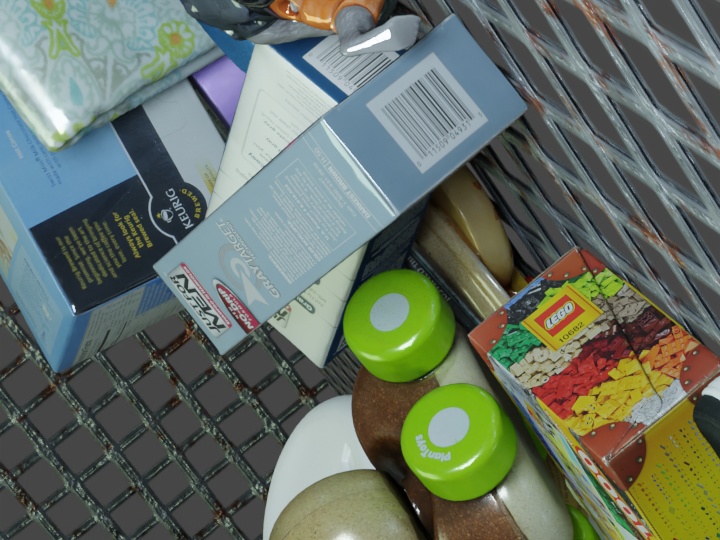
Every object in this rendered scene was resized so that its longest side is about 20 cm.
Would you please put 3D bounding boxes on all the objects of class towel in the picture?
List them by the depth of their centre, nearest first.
[{"bbox_3d":[-0.151,-0.177,1.690,0.171,0.200,0.048,50,143,7],"label":"towel"}]

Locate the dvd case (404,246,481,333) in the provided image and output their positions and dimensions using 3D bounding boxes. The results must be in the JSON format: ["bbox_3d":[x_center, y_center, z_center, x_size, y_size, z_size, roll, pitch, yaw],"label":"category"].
[{"bbox_3d":[0.000,0.000,1.726,0.200,0.022,0.146,49,162,-1],"label":"dvd case"}]

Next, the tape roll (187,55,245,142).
[{"bbox_3d":[-0.069,-0.128,1.849,0.200,0.085,0.200,50,175,6],"label":"tape roll"}]

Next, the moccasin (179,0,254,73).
[{"bbox_3d":[-0.067,-0.171,1.647,0.200,0.068,0.080,50,167,-2],"label":"moccasin"}]

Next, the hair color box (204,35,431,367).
[{"bbox_3d":[-0.019,-0.047,1.589,0.100,0.060,0.200,41,145,14],"label":"hair color box"}]

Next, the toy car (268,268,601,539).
[{"bbox_3d":[-0.001,0.128,1.559,0.164,0.200,0.158,52,-172,-50],"label":"toy car"}]

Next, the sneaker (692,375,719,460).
[{"bbox_3d":[0.191,0.151,1.352,0.200,0.112,0.073,50,174,14],"label":"sneaker"}]

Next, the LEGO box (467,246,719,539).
[{"bbox_3d":[0.159,0.105,1.507,0.200,0.077,0.149,55,173,-33],"label":"LEGO box"}]

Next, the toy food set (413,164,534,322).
[{"bbox_3d":[0.074,0.009,1.751,0.200,0.049,0.198,51,175,-4],"label":"toy food set"}]

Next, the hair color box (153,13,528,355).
[{"bbox_3d":[-0.013,-0.039,1.445,0.061,0.099,0.200,51,146,0],"label":"hair color box"}]

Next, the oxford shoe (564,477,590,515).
[{"bbox_3d":[0.158,0.110,1.659,0.200,0.075,0.058,59,-153,-45],"label":"oxford shoe"}]

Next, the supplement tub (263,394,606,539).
[{"bbox_3d":[0.060,0.155,1.740,0.199,0.145,0.144,12,-165,-27],"label":"supplement tub"}]

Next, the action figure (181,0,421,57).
[{"bbox_3d":[-0.060,-0.168,1.417,0.200,0.105,0.193,50,166,-11],"label":"action figure"}]

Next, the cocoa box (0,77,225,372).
[{"bbox_3d":[-0.165,-0.066,1.764,0.200,0.131,0.133,60,162,9],"label":"cocoa box"}]
